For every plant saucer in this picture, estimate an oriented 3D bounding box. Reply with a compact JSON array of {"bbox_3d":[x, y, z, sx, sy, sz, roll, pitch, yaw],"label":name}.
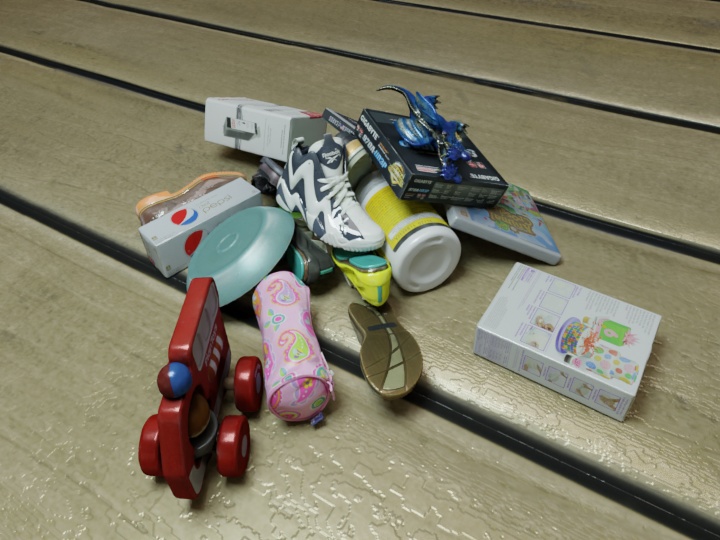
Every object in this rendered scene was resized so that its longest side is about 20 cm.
[{"bbox_3d":[-0.188,-0.031,0.816,0.198,0.036,0.202,-25,36,20],"label":"plant saucer"}]

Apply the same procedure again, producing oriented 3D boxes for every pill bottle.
[{"bbox_3d":[0.063,-0.071,0.855,0.110,0.112,0.201,-17,45,-15],"label":"pill bottle"}]

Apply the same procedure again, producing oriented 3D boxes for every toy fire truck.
[{"bbox_3d":[-0.183,0.130,0.609,0.110,0.170,0.202,0,42,3],"label":"toy fire truck"}]

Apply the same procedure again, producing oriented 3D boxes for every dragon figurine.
[{"bbox_3d":[0.088,-0.205,0.760,0.200,0.059,0.099,48,31,10],"label":"dragon figurine"}]

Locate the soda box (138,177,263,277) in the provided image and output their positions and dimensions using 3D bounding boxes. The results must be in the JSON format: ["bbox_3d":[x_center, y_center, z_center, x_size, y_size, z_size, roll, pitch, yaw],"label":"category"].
[{"bbox_3d":[-0.256,-0.075,0.909,0.199,0.069,0.063,-35,52,-30],"label":"soda box"}]

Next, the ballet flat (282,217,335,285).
[{"bbox_3d":[-0.098,-0.039,0.865,0.067,0.069,0.200,-8,36,-28],"label":"ballet flat"}]

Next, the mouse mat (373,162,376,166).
[{"bbox_3d":[0.088,-0.164,0.936,0.159,0.008,0.201,24,20,-11],"label":"mouse mat"}]

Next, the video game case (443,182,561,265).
[{"bbox_3d":[0.213,-0.102,0.885,0.197,0.022,0.184,18,39,-20],"label":"video game case"}]

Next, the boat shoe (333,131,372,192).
[{"bbox_3d":[-0.022,-0.166,0.909,0.074,0.200,0.062,-41,81,-11],"label":"boat shoe"}]

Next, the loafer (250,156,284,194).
[{"bbox_3d":[-0.155,-0.152,0.953,0.063,0.072,0.200,-51,20,3],"label":"loafer"}]

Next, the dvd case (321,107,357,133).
[{"bbox_3d":[0.042,-0.229,0.997,0.198,0.025,0.150,12,24,-40],"label":"dvd case"}]

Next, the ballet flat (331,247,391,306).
[{"bbox_3d":[0.000,0.000,0.807,0.066,0.068,0.200,-13,19,-10],"label":"ballet flat"}]

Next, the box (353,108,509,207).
[{"bbox_3d":[0.106,-0.167,0.826,0.197,0.046,0.160,0,46,-35],"label":"box"}]

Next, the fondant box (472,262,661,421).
[{"bbox_3d":[0.266,0.084,0.718,0.198,0.059,0.144,22,48,26],"label":"fondant box"}]

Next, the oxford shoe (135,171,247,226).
[{"bbox_3d":[-0.284,-0.110,0.962,0.198,0.072,0.073,-25,64,-14],"label":"oxford shoe"}]

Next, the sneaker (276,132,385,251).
[{"bbox_3d":[-0.037,-0.122,0.788,0.079,0.131,0.199,-22,48,-39],"label":"sneaker"}]

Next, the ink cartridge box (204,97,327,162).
[{"bbox_3d":[-0.185,-0.281,1.085,0.197,0.084,0.146,18,23,21],"label":"ink cartridge box"}]

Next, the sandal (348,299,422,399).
[{"bbox_3d":[0.028,0.103,0.720,0.079,0.055,0.201,-6,28,-11],"label":"sandal"}]

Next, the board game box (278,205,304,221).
[{"bbox_3d":[-0.094,-0.141,1.003,0.094,0.030,0.202,-1,45,2],"label":"board game box"}]

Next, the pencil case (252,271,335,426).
[{"bbox_3d":[-0.088,0.093,0.703,0.086,0.088,0.201,-12,41,-10],"label":"pencil case"}]
